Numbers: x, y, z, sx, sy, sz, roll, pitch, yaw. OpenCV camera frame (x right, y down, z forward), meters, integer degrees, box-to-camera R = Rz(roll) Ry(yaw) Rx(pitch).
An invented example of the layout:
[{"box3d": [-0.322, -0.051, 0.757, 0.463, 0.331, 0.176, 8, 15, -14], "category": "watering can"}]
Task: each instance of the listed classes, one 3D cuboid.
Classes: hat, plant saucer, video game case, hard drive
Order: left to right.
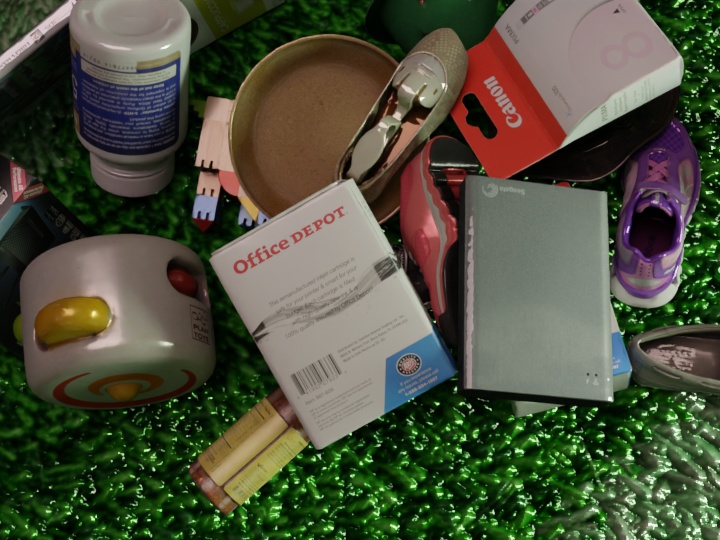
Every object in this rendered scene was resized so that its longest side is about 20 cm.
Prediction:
[{"box3d": [-0.359, -0.207, 1.280, 0.182, 0.200, 0.023, -41, 93, -5], "category": "video game case"}, {"box3d": [-0.032, -0.133, 1.191, 0.199, 0.035, 0.201, 0, 95, -5], "category": "plant saucer"}, {"box3d": [0.106, -0.207, 1.216, 0.165, 0.200, 0.177, -14, 71, -21], "category": "hat"}, {"box3d": [0.157, 0.018, 1.080, 0.139, 0.033, 0.201, 6, 71, -12], "category": "hard drive"}, {"box3d": [0.214, -0.185, 1.189, 0.200, 0.081, 0.201, -12, 49, 15], "category": "hat"}]

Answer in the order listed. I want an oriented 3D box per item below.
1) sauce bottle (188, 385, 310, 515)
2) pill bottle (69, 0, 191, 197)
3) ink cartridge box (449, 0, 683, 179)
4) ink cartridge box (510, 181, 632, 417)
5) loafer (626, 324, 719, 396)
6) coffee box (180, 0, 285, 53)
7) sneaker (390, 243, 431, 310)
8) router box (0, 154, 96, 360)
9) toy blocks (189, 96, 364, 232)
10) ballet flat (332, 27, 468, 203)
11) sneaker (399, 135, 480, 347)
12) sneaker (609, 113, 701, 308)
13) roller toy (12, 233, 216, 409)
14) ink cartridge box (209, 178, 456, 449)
[{"box3d": [-0.075, 0.150, 1.160, 0.200, 0.066, 0.066, -39, 68, -6], "category": "sauce bottle"}, {"box3d": [-0.236, -0.179, 1.229, 0.119, 0.200, 0.120, 5, 44, -5], "category": "pill bottle"}, {"box3d": [0.178, -0.195, 1.132, 0.199, 0.057, 0.163, -26, 57, -1], "category": "ink cartridge box"}, {"box3d": [0.177, 0.027, 1.153, 0.116, 0.067, 0.201, -15, 68, 5], "category": "ink cartridge box"}, {"box3d": [0.347, 0.085, 1.098, 0.199, 0.070, 0.070, 0, 70, 11], "category": "loafer"}, {"box3d": [-0.228, -0.370, 1.307, 0.197, 0.200, 0.200, -29, 69, 0], "category": "coffee box"}, {"box3d": [0.000, 0.000, 1.172, 0.199, 0.116, 0.075, -9, 69, 8], "category": "sneaker"}, {"box3d": [-0.350, -0.009, 1.195, 0.062, 0.200, 0.150, 31, 79, 21], "category": "router box"}, {"box3d": [-0.094, -0.100, 1.247, 0.199, 0.100, 0.137, 8, 83, 6], "category": "toy blocks"}, {"box3d": [0.040, -0.148, 1.143, 0.067, 0.062, 0.200, 32, 90, 10], "category": "ballet flat"}, {"box3d": [0.080, -0.022, 1.139, 0.074, 0.087, 0.201, 2, 75, -32], "category": "sneaker"}, {"box3d": [0.287, -0.069, 1.157, 0.080, 0.089, 0.201, 6, 69, 15], "category": "sneaker"}, {"box3d": [-0.233, 0.058, 1.157, 0.182, 0.200, 0.140, 0, 67, -24], "category": "roller toy"}, {"box3d": [-0.023, 0.035, 1.083, 0.144, 0.084, 0.200, -29, 94, 6], "category": "ink cartridge box"}]
